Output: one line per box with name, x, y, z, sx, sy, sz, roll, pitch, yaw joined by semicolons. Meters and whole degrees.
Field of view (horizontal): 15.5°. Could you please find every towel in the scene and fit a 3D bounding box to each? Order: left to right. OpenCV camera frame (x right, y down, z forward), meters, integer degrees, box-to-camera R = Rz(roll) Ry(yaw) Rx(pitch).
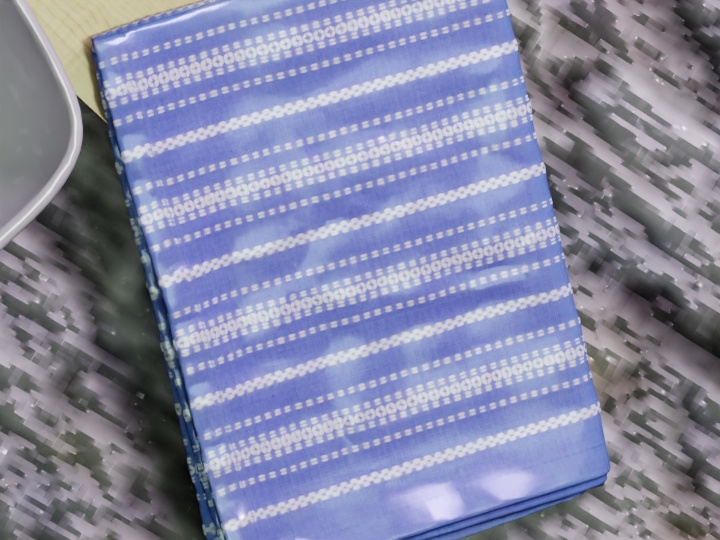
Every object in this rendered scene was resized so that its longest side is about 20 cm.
towel;0.000;0.000;0.884;0.144;0.024;0.200;-16;102;-13

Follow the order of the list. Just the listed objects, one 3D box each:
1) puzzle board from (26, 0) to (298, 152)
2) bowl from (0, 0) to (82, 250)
puzzle board;-0.092;-0.158;0.865;0.200;0.017;0.151;43;86;-11
bowl;-0.208;-0.060;0.814;0.200;0.075;0.200;-35;101;-4
